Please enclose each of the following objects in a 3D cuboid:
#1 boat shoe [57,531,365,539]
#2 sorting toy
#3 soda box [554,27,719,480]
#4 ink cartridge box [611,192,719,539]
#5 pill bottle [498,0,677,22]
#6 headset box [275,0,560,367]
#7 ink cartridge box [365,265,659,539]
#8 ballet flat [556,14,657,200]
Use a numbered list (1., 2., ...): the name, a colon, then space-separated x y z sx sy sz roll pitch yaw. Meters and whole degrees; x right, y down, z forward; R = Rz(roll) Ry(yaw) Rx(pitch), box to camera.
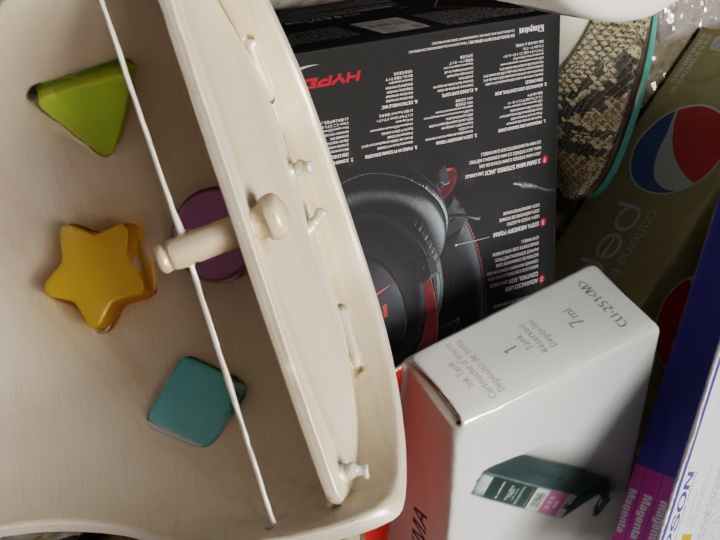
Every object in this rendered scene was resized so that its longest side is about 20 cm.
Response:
1. boat shoe: -0.094 0.124 0.723 0.075 0.202 0.075 21 47 -59
2. sorting toy: -0.095 0.003 0.704 0.179 0.107 0.201 -18 92 10
3. soda box: 0.138 -0.008 0.955 0.200 0.068 0.064 -54 130 -13
4. ink cartridge box: 0.157 0.028 0.864 0.200 0.043 0.197 16 91 -63
5. pill bottle: 0.028 -0.154 0.731 0.113 0.200 0.114 -13 112 -36
6. headset box: 0.000 0.000 0.838 0.148 0.075 0.201 -14 112 -36
7. ink cartridge box: 0.024 0.109 0.825 0.173 0.044 0.201 -26 143 -25
8. ballet flat: 0.101 -0.132 0.898 0.075 0.068 0.201 27 79 -20
